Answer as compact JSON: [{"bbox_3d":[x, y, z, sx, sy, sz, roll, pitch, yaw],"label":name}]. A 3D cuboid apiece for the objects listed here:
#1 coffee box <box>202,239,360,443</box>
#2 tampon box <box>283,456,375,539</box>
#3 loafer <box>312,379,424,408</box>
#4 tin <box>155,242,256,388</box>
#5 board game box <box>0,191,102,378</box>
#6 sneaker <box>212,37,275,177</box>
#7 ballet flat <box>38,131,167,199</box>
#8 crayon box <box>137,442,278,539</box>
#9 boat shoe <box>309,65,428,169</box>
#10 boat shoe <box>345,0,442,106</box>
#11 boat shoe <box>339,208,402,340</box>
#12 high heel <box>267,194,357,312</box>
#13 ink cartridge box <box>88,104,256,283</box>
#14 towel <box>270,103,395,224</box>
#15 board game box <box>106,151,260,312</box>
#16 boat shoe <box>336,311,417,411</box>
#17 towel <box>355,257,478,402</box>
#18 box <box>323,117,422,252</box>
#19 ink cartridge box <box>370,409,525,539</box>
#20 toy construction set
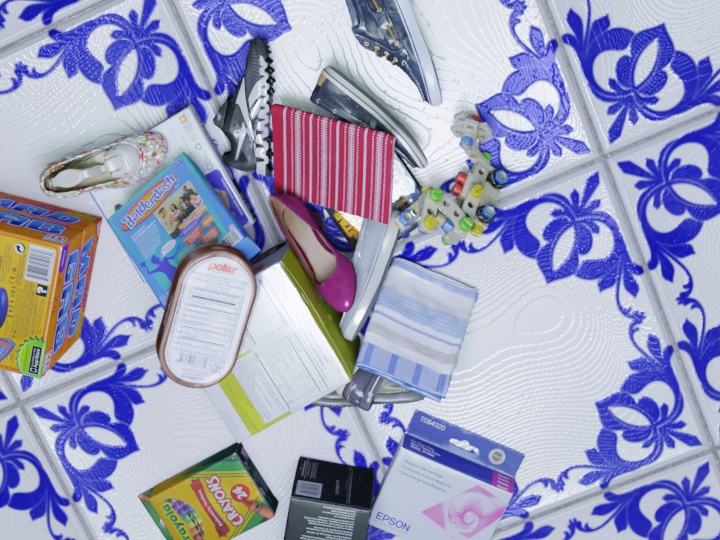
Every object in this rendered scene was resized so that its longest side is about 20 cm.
[{"bbox_3d":[-0.135,0.094,1.586,0.197,0.200,0.201,-30,100,9],"label":"coffee box"},{"bbox_3d":[-0.057,0.421,1.691,0.125,0.150,0.202,10,104,-1],"label":"tampon box"},{"bbox_3d":[0.000,0.175,1.675,0.198,0.075,0.070,-2,81,-6],"label":"loafer"},{"bbox_3d":[-0.205,0.063,1.447,0.111,0.042,0.201,12,105,-22],"label":"tin"},{"bbox_3d":[-0.516,0.012,1.582,0.198,0.200,0.201,14,105,-1],"label":"board game box"},{"bbox_3d":[-0.170,-0.237,1.573,0.090,0.067,0.202,2,106,-1],"label":"sneaker"},{"bbox_3d":[-0.375,-0.145,1.566,0.199,0.064,0.076,-20,99,7],"label":"ballet flat"},{"bbox_3d":[-0.249,0.378,1.740,0.199,0.051,0.127,-29,102,10],"label":"crayon box"},{"bbox_3d":[0.012,-0.206,1.532,0.200,0.075,0.062,39,102,-3],"label":"boat shoe"},{"bbox_3d":[0.047,-0.319,1.546,0.090,0.071,0.201,-21,95,9],"label":"boat shoe"},{"bbox_3d":[0.000,-0.001,1.575,0.071,0.070,0.202,20,85,7],"label":"boat shoe"},{"bbox_3d":[-0.074,-0.025,1.531,0.096,0.201,0.067,23,118,-45],"label":"high heel"},{"bbox_3d":[-0.288,-0.113,1.621,0.199,0.043,0.199,-28,100,8],"label":"ink cartridge box"},{"bbox_3d":[-0.041,-0.152,1.535,0.199,0.022,0.145,18,129,22],"label":"towel"},{"bbox_3d":[-0.251,-0.050,1.518,0.152,0.045,0.200,-40,57,2],"label":"board game box"},{"bbox_3d":[0.052,0.133,1.616,0.063,0.073,0.200,38,64,21],"label":"boat shoe"},{"bbox_3d":[0.086,0.083,1.598,0.146,0.201,0.024,23,147,-3],"label":"towel"},{"bbox_3d":[0.004,-0.130,1.607,0.137,0.040,0.201,-34,100,11],"label":"box"},{"bbox_3d":[0.135,0.349,1.722,0.195,0.043,0.201,22,105,-3],"label":"ink cartridge box"},{"bbox_3d":[0.142,-0.123,1.561,0.131,0.092,0.201,27,79,-10],"label":"toy construction set"}]
